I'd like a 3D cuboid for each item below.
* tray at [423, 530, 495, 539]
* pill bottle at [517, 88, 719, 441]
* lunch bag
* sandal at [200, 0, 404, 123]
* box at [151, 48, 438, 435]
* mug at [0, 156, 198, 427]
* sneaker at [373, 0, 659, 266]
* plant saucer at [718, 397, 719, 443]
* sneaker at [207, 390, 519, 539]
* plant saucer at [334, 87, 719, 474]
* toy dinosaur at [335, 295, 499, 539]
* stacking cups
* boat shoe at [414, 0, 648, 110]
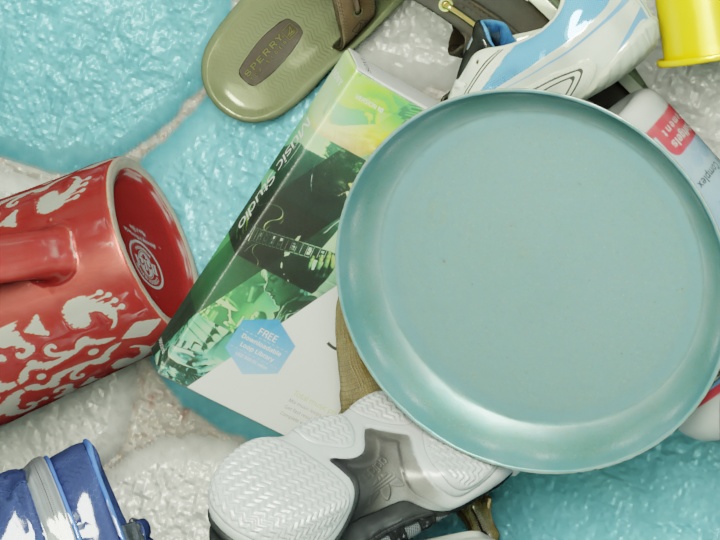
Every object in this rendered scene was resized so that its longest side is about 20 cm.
[{"bbox_3d":[0.002,0.173,1.318,0.199,0.107,0.022,-14,68,19],"label":"tray"},{"bbox_3d":[0.173,0.014,1.230,0.109,0.109,0.200,-42,94,17],"label":"pill bottle"},{"bbox_3d":[-0.174,0.174,1.328,0.132,0.200,0.136,-17,85,-10],"label":"lunch bag"},{"bbox_3d":[-0.018,-0.154,1.302,0.080,0.057,0.201,40,114,5],"label":"sandal"},{"bbox_3d":[0.000,0.000,1.295,0.144,0.036,0.200,27,105,-23],"label":"box"},{"bbox_3d":[-0.203,0.029,1.338,0.199,0.178,0.134,-22,101,15],"label":"mug"},{"bbox_3d":[0.064,-0.078,1.218,0.073,0.072,0.200,47,113,7],"label":"sneaker"},{"bbox_3d":[0.270,0.068,1.178,0.199,0.050,0.201,-2,96,-24],"label":"plant saucer"},{"bbox_3d":[-0.005,0.130,1.237,0.075,0.199,0.114,44,130,33],"label":"sneaker"},{"bbox_3d":[0.085,0.004,1.181,0.199,0.027,0.201,7,113,18],"label":"plant saucer"},{"bbox_3d":[0.002,0.082,1.294,0.101,0.058,0.200,-36,122,-9],"label":"toy dinosaur"},{"bbox_3d":[0.161,-0.204,1.193,0.060,0.060,0.201,-7,95,19],"label":"stacking cups"},{"bbox_3d":[0.062,-0.139,1.258,0.201,0.072,0.061,38,103,-15],"label":"boat shoe"}]
